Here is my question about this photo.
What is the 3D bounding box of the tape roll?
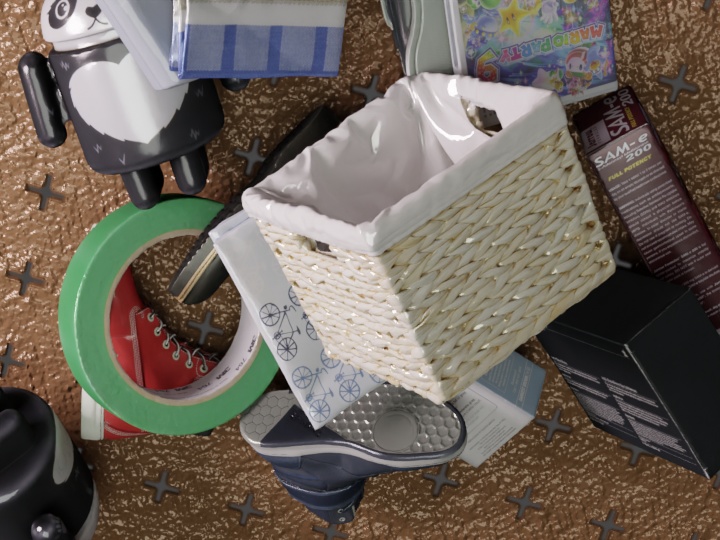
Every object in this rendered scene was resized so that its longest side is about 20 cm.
[{"bbox_3d":[-0.156,0.036,1.506,0.198,0.048,0.203,-4,100,-26],"label":"tape roll"}]

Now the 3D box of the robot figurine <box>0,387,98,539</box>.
[{"bbox_3d":[-0.305,0.185,1.544,0.123,0.152,0.201,-6,143,9],"label":"robot figurine"}]

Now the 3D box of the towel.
[{"bbox_3d":[-0.073,-0.244,1.335,0.145,0.024,0.202,-4,111,-25],"label":"towel"}]

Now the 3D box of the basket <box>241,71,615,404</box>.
[{"bbox_3d":[0.055,-0.032,1.346,0.199,0.198,0.162,-37,116,-21],"label":"basket"}]

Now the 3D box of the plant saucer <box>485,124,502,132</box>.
[{"bbox_3d":[0.083,-0.035,1.530,0.198,0.036,0.203,0,111,1],"label":"plant saucer"}]

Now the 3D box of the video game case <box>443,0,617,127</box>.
[{"bbox_3d":[0.134,-0.227,1.432,0.142,0.018,0.202,-17,112,-18],"label":"video game case"}]

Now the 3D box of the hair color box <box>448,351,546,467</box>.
[{"bbox_3d":[0.051,0.081,1.545,0.199,0.061,0.099,31,136,-12],"label":"hair color box"}]

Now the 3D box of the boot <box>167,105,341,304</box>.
[{"bbox_3d":[-0.050,-0.017,1.461,0.138,0.077,0.200,44,85,-12],"label":"boot"}]

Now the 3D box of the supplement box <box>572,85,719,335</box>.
[{"bbox_3d":[0.253,-0.044,1.484,0.060,0.109,0.201,-29,110,11],"label":"supplement box"}]

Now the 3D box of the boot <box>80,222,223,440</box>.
[{"bbox_3d":[-0.175,0.052,1.558,0.142,0.073,0.202,-1,110,-9],"label":"boot"}]

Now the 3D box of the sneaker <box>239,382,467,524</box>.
[{"bbox_3d":[0.010,0.164,1.551,0.200,0.078,0.147,2,146,21],"label":"sneaker"}]

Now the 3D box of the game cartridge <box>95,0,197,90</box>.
[{"bbox_3d":[-0.112,-0.238,1.389,0.200,0.041,0.134,-44,107,-27],"label":"game cartridge"}]

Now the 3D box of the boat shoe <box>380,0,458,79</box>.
[{"bbox_3d":[0.054,-0.217,1.447,0.075,0.060,0.202,-14,112,-23],"label":"boat shoe"}]

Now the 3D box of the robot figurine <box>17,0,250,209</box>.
[{"bbox_3d":[-0.183,-0.155,1.435,0.150,0.124,0.202,-29,111,-34],"label":"robot figurine"}]

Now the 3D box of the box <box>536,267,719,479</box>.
[{"bbox_3d":[0.232,0.076,1.478,0.079,0.200,0.142,-41,109,-11],"label":"box"}]

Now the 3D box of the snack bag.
[{"bbox_3d":[0.000,0.000,1.444,0.199,0.021,0.190,-32,108,-15],"label":"snack bag"}]
